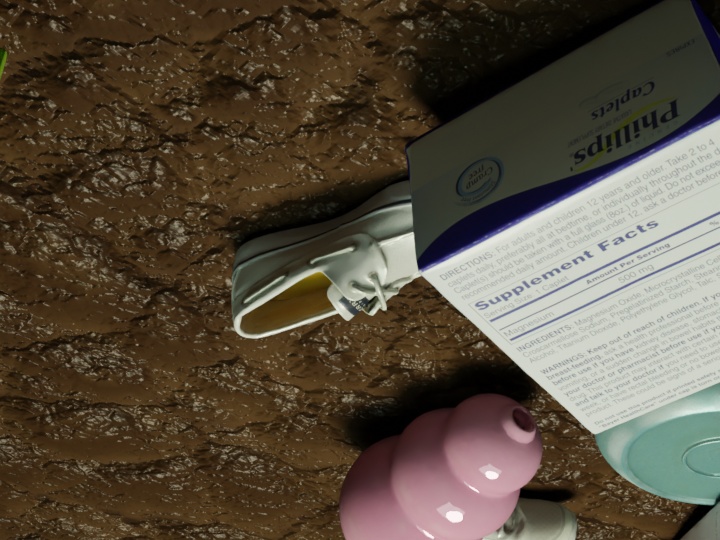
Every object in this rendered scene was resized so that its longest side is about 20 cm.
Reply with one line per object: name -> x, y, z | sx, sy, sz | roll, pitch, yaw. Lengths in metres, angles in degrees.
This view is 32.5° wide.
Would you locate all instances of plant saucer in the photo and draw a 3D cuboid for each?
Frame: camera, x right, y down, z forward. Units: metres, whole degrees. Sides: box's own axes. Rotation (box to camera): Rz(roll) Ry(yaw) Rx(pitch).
plant saucer -> 0.288, 0.140, 0.983 | 0.200, 0.027, 0.200 | 4, 144, 3

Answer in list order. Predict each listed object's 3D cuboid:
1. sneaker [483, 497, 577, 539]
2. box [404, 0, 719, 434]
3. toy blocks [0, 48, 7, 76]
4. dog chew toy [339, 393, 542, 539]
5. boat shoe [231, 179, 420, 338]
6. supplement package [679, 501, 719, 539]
sneaker -> 0.092, 0.229, 1.103 | 0.200, 0.075, 0.081 | -6, 133, 16
box -> 0.155, -0.023, 0.694 | 0.184, 0.105, 0.200 | -28, 133, 24
toy blocks -> -0.293, -0.104, 0.702 | 0.200, 0.100, 0.137 | 10, 155, -5
dog chew toy -> 0.069, 0.168, 0.983 | 0.124, 0.125, 0.200 | 24, 133, -22
boat shoe -> 0.000, 0.000, 0.799 | 0.200, 0.070, 0.071 | -15, 140, 24
supplement package -> 0.341, 0.293, 1.080 | 0.119, 0.122, 0.200 | 7, 152, 1
